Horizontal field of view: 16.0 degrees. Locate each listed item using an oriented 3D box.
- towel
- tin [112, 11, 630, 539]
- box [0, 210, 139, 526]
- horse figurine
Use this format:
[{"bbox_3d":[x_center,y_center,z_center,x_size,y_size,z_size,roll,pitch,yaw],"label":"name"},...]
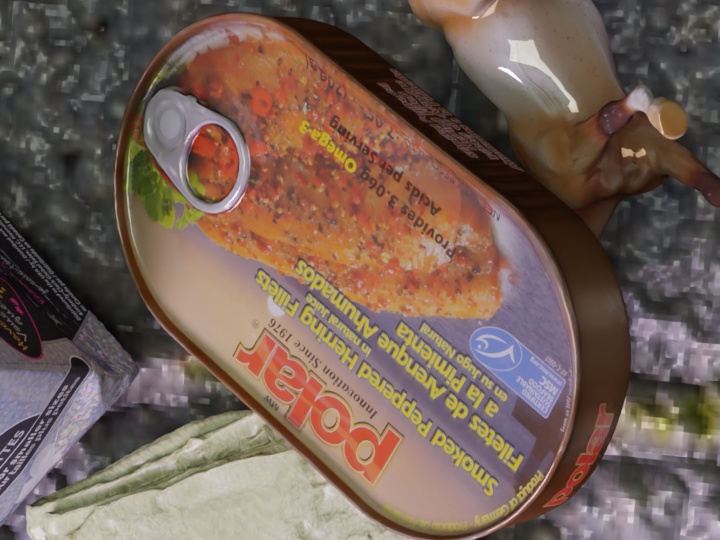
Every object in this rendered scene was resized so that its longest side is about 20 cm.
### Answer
[{"bbox_3d":[-0.015,0.142,0.842,0.148,0.036,0.201,-21,87,12],"label":"towel"},{"bbox_3d":[0.000,0.000,0.793,0.200,0.042,0.112,41,114,30],"label":"tin"},{"bbox_3d":[-0.194,0.059,0.829,0.132,0.115,0.200,46,102,16],"label":"box"},{"bbox_3d":[0.054,-0.072,0.765,0.050,0.132,0.201,-33,98,-18],"label":"horse figurine"}]
